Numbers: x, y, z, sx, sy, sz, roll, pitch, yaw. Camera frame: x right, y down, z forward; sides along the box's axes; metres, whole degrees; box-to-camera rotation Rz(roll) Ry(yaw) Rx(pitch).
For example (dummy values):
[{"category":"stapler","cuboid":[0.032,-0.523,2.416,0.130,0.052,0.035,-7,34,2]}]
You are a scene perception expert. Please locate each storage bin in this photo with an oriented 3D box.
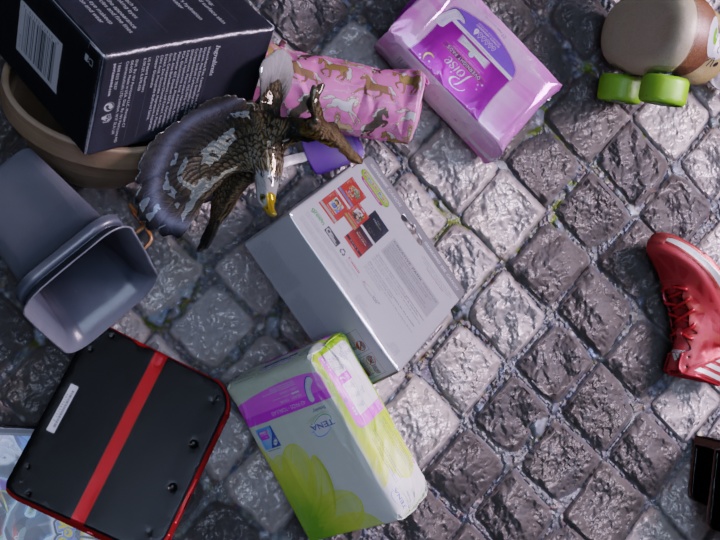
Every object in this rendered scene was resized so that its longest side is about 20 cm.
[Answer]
[{"category":"storage bin","cuboid":[-0.293,-0.030,1.043,0.145,0.200,0.134,-41,78,-12]}]

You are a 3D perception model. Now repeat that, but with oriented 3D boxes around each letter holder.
[{"category":"letter holder","cuboid":[0.508,0.287,1.277,0.198,0.101,0.144,9,87,-13]}]

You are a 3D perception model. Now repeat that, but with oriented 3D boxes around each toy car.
[{"category":"toy car","cuboid":[0.405,-0.271,1.265,0.198,0.158,0.166,6,98,-26]}]

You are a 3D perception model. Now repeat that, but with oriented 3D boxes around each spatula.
[{"category":"spatula","cuboid":[-0.094,-0.118,1.186,0.198,0.021,0.057,-22,86,-13]}]

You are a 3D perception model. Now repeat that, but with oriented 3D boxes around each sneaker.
[{"category":"sneaker","cuboid":[0.393,0.058,1.272,0.200,0.078,0.116,46,76,-6]}]

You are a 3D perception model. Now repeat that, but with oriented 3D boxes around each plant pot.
[{"category":"plant pot","cuboid":[-0.269,-0.149,1.085,0.199,0.202,0.093,14,128,-11]}]

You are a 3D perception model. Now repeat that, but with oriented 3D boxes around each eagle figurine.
[{"category":"eagle figurine","cuboid":[-0.117,-0.108,1.049,0.198,0.151,0.152,-21,119,15]}]

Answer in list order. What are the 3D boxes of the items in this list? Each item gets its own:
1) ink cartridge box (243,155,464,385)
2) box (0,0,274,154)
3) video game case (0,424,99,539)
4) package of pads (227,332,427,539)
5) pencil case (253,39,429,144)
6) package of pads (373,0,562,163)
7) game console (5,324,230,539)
[{"category":"ink cartridge box","cuboid":[0.000,0.000,1.155,0.201,0.084,0.175,55,41,-6]},{"category":"box","cuboid":[-0.227,-0.233,1.033,0.199,0.118,0.197,-21,57,-40]},{"category":"video game case","cuboid":[-0.338,0.264,1.100,0.179,0.025,0.202,5,85,-14]},{"category":"package of pads","cuboid":[-0.033,0.177,1.115,0.068,0.154,0.201,-34,97,-48]},{"category":"pencil case","cuboid":[-0.027,-0.196,1.164,0.198,0.083,0.087,11,112,-5]},{"category":"package of pads","cuboid":[0.123,-0.234,1.219,0.200,0.076,0.121,44,77,-8]},{"category":"game console","cuboid":[-0.246,0.177,1.106,0.176,0.031,0.201,25,69,-1]}]
